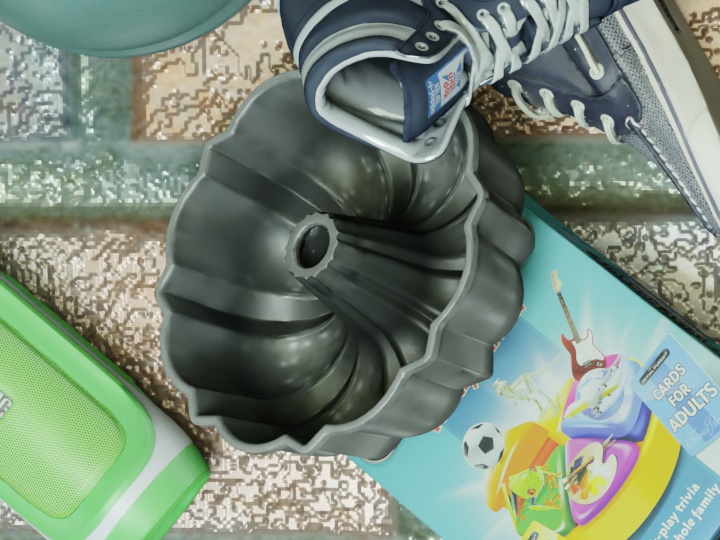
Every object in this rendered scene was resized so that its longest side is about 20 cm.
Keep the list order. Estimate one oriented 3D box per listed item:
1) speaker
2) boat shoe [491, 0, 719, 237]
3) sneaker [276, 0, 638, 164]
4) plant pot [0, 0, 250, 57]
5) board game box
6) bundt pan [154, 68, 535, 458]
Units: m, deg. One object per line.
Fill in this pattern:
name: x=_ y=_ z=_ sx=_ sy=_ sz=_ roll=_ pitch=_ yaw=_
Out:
speaker: x=-0.172 y=0.062 z=1.455 sx=0.200 sy=0.088 sz=0.089 roll=40 pitch=100 yaw=5
boat shoe: x=0.115 y=-0.088 z=1.407 sx=0.093 sy=0.075 sz=0.200 roll=-29 pitch=82 yaw=17
sneaker: x=0.063 y=-0.110 z=1.311 sx=0.199 sy=0.109 sz=0.070 roll=-9 pitch=132 yaw=2
plant pot: x=-0.134 y=-0.201 z=1.403 sx=0.200 sy=0.134 sz=0.201 roll=1 pitch=95 yaw=10
board game box: x=0.096 y=0.075 z=1.394 sx=0.200 sy=0.047 sz=0.151 roll=39 pitch=100 yaw=27
bundt pan: x=0.000 y=0.000 z=1.389 sx=0.202 sy=0.076 sz=0.202 roll=-18 pitch=60 yaw=35
